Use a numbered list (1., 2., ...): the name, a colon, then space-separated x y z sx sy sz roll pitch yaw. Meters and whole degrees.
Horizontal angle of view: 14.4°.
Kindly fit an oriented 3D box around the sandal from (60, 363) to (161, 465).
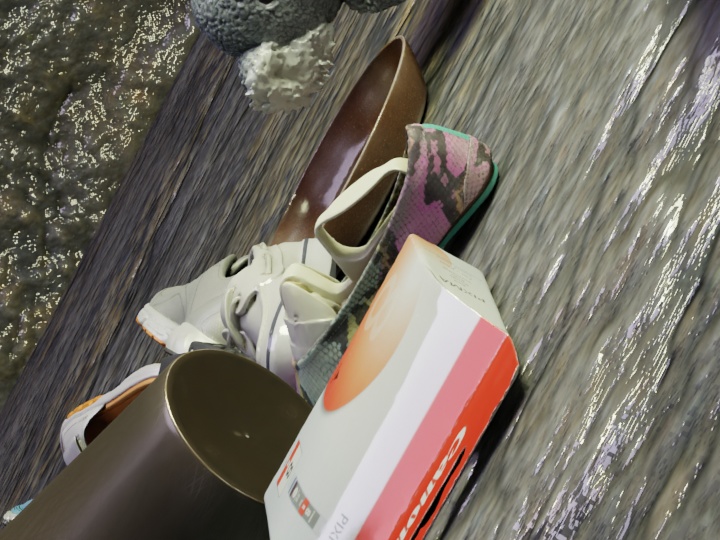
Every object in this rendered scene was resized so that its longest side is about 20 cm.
1. sandal: -0.177 0.130 2.103 0.207 0.079 0.059 -44 17 55

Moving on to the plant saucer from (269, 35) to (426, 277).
1. plant saucer: -0.008 -0.059 1.881 0.201 0.034 0.200 -59 11 19

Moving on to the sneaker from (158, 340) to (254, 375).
1. sneaker: -0.085 0.093 1.837 0.200 0.071 0.083 152 121 -74

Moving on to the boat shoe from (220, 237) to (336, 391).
1. boat shoe: -0.052 0.025 1.704 0.200 0.065 0.072 -80 -9 -68

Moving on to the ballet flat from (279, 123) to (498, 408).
1. ballet flat: 0.000 0.000 1.567 0.201 0.071 0.069 -58 12 25

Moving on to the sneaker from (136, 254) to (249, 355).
1. sneaker: -0.098 0.029 2.033 0.092 0.076 0.200 -55 17 -2

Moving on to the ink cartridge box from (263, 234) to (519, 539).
1. ink cartridge box: 0.010 0.081 1.363 0.163 0.050 0.200 -61 7 10

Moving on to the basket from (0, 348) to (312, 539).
1. basket: -0.111 0.149 1.563 0.200 0.135 0.181 -51 38 29

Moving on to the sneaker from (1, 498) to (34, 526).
1. sneaker: -0.174 0.158 1.916 0.090 0.078 0.200 -50 -9 6

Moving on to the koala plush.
1. koala plush: -0.030 -0.212 1.903 0.200 0.178 0.184 -42 -18 3
